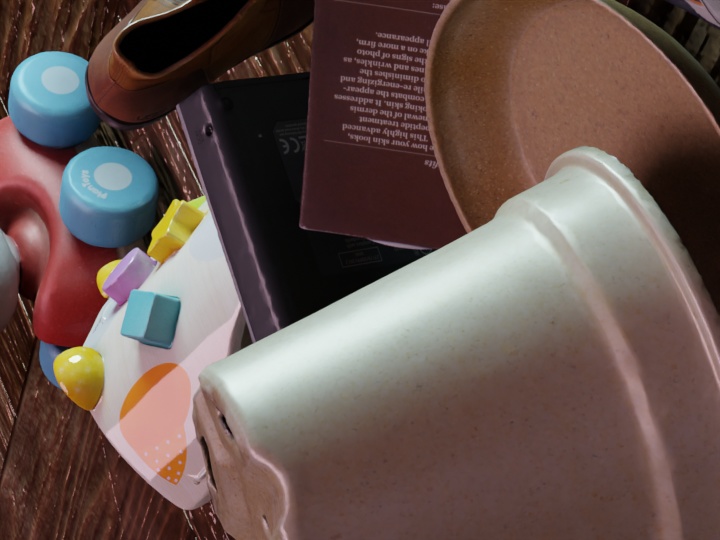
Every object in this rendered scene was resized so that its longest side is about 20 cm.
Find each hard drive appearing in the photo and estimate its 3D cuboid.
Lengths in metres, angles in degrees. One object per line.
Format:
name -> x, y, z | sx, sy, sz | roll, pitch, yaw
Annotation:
hard drive -> 0.000, 0.000, 1.367 | 0.033, 0.139, 0.201 | -30, 75, 47

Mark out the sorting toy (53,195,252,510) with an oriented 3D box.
sorting toy -> -0.069, -0.007, 1.502 | 0.180, 0.107, 0.200 | -54, 9, 29

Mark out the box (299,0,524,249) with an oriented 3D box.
box -> 0.031, -0.110, 1.269 | 0.075, 0.100, 0.201 | -74, -9, -56

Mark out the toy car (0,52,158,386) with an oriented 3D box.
toy car -> -0.252, -0.015, 1.816 | 0.177, 0.199, 0.185 | 59, 151, 33

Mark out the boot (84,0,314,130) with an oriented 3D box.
boot -> -0.053, -0.146, 1.319 | 0.069, 0.188, 0.200 | 56, 168, -1

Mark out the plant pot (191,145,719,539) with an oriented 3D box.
plant pot -> 0.038, 0.073, 1.120 | 0.200, 0.183, 0.201 | 161, 90, -76

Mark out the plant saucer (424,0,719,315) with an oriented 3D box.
plant saucer -> 0.108, -0.041, 1.187 | 0.200, 0.035, 0.201 | 36, 144, 33

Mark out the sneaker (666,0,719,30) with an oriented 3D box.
sneaker -> 0.146, -0.130, 1.064 | 0.200, 0.079, 0.079 | 41, -176, 33
